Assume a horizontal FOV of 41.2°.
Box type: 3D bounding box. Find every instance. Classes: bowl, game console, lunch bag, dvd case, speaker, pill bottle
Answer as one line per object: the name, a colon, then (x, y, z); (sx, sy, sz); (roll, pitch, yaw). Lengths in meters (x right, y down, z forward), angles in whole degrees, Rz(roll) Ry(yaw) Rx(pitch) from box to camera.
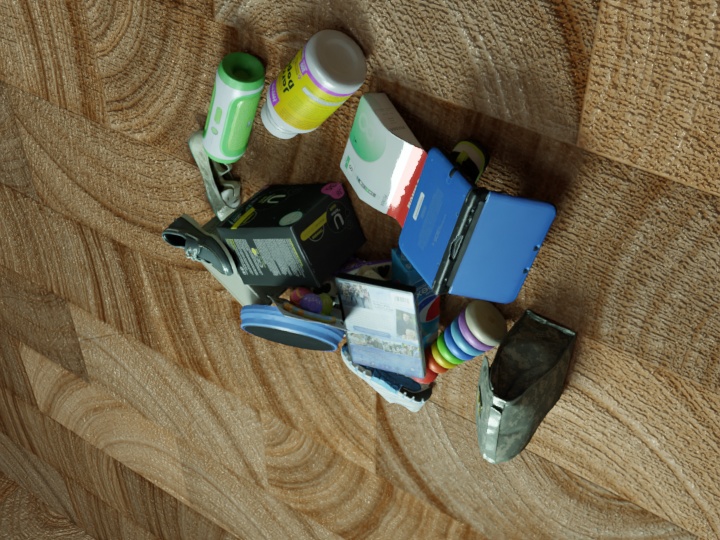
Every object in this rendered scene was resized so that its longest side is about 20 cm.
bowl: (-0.131, 0.111, 1.805); (0.200, 0.040, 0.201); (12, 167, 3)
game console: (0.164, -0.064, 1.402); (0.171, 0.118, 0.201); (53, 142, 34)
lunch bag: (0.250, 0.194, 1.545); (0.117, 0.200, 0.165); (25, 138, 23)
dvd case: (0.036, 0.094, 1.607); (0.142, 0.018, 0.201); (11, 134, 24)
speaker: (-0.221, -0.277, 1.655); (0.088, 0.088, 0.200); (38, 142, 10)
pill bottle: (-0.081, -0.284, 1.505); (0.104, 0.104, 0.200); (50, 142, -5)

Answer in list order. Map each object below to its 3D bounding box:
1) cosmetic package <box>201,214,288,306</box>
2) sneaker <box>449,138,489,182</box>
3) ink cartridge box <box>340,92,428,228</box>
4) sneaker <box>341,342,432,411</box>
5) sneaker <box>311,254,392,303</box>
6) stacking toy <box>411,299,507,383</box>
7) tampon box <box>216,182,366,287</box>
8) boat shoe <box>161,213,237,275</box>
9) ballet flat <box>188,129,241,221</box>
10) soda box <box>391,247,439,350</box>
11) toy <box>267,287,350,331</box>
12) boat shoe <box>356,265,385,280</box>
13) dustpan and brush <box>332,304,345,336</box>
cosmetic package: (-0.232, -0.017, 1.884); (0.200, 0.104, 0.073); (46, 143, 1)
sneaker: (0.132, -0.119, 1.471); (0.072, 0.083, 0.200); (33, 140, 16)
ink cartridge box: (0.045, -0.151, 1.490); (0.200, 0.050, 0.161); (61, 149, 29)
sneaker: (0.042, 0.212, 1.861); (0.200, 0.075, 0.087); (35, 146, 15)
sneaker: (0.000, 0.000, 1.711); (0.199, 0.084, 0.081); (-9, 138, 30)
stacking toy: (0.158, 0.134, 1.636); (0.085, 0.085, 0.200); (46, 128, 0)
tampon box: (-0.123, -0.065, 1.701); (0.199, 0.150, 0.127); (1, 125, 42)
boat shoe: (-0.296, -0.037, 1.758); (0.200, 0.062, 0.073); (37, 149, 40)
ballet flat: (-0.263, -0.172, 1.807); (0.062, 0.067, 0.201); (-4, 121, 33)
soda box: (0.095, 0.050, 1.652); (0.068, 0.064, 0.201); (-122, 22, -45)
toy: (-0.088, 0.056, 1.648); (0.115, 0.047, 0.200); (13, -178, -15)
boat shoe: (0.017, 0.074, 1.679); (0.065, 0.072, 0.201); (54, 157, 37)
dustpan and brush: (-0.031, 0.081, 1.816); (0.199, 0.057, 0.140); (14, 132, 34)
